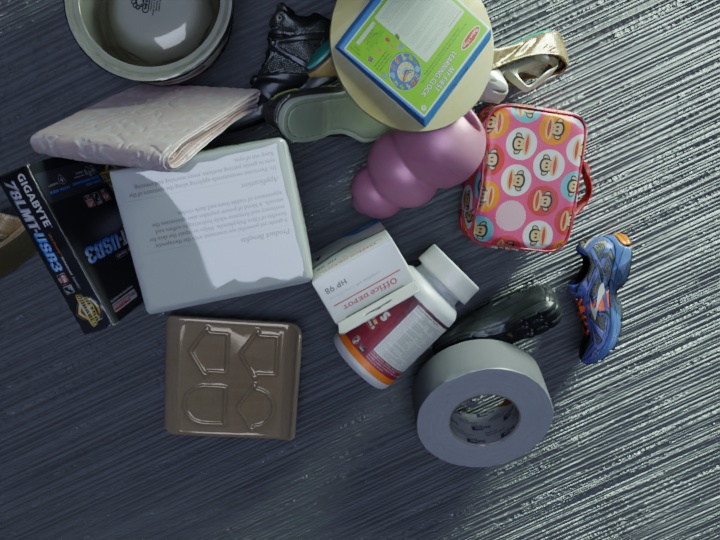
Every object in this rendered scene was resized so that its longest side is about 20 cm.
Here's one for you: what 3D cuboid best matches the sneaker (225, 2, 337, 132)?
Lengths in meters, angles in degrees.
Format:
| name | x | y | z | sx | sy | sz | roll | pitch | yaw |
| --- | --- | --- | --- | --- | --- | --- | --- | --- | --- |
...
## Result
| name | x | y | z | sx | sy | sz | roll | pitch | yaw |
| --- | --- | --- | --- | --- | --- | --- | --- | --- | --- |
| sneaker | -0.113 | -0.265 | 0.790 | 0.199 | 0.076 | 0.114 | -33 | 102 | 1 |

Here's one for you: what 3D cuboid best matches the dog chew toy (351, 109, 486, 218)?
| name | x | y | z | sx | sy | sz | roll | pitch | yaw |
| --- | --- | --- | --- | --- | --- | --- | --- | --- | --- |
| dog chew toy | 0.067 | -0.142 | 0.806 | 0.200 | 0.125 | 0.125 | -37 | 105 | 30 |

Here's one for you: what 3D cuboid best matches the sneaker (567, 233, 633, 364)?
| name | x | y | z | sx | sy | sz | roll | pitch | yaw |
| --- | --- | --- | --- | --- | --- | --- | --- | --- | --- |
| sneaker | 0.347 | 0.042 | 0.911 | 0.078 | 0.075 | 0.201 | 6 | 95 | 3 |

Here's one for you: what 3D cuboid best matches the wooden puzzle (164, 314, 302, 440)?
| name | x | y | z | sx | sy | sz | roll | pitch | yaw |
| --- | --- | --- | --- | --- | --- | --- | --- | --- | --- |
| wooden puzzle | -0.189 | 0.157 | 0.904 | 0.199 | 0.046 | 0.186 | 5 | 103 | -1 |

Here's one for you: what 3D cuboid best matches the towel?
| name | x | y | z | sx | sy | sz | roll | pitch | yaw |
| --- | --- | --- | --- | --- | --- | --- | --- | --- | --- |
| towel | -0.244 | -0.172 | 0.712 | 0.199 | 0.191 | 0.032 | 10 | 128 | 24 |

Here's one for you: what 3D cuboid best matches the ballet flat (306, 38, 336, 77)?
| name | x | y | z | sx | sy | sz | roll | pitch | yaw |
| --- | --- | --- | --- | --- | --- | --- | --- | --- | --- |
| ballet flat | 0.002 | -0.288 | 0.753 | 0.063 | 0.069 | 0.200 | 46 | 55 | -28 |

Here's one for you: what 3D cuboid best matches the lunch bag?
| name | x | y | z | sx | sy | sz | roll | pitch | yaw |
| --- | --- | --- | --- | --- | --- | --- | --- | --- | --- |
| lunch bag | 0.238 | -0.127 | 0.847 | 0.175 | 0.082 | 0.201 | 6 | 103 | -7 |

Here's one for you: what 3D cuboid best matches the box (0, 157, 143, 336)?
| name | x | y | z | sx | sy | sz | roll | pitch | yaw |
| --- | --- | --- | --- | --- | --- | --- | --- | --- | --- |
| box | -0.324 | -0.048 | 0.759 | 0.050 | 0.200 | 0.199 | -20 | 104 | 13 |

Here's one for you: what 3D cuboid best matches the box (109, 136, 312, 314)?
| name | x | y | z | sx | sy | sz | roll | pitch | yaw |
| --- | --- | --- | --- | --- | --- | --- | --- | --- | --- |
| box | -0.172 | -0.067 | 0.768 | 0.198 | 0.200 | 0.172 | -12 | 103 | -2 |

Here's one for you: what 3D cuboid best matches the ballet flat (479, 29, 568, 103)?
| name | x | y | z | sx | sy | sz | roll | pitch | yaw |
| --- | --- | --- | --- | --- | --- | --- | --- | --- | --- |
| ballet flat | 0.191 | -0.259 | 0.796 | 0.199 | 0.071 | 0.065 | -24 | 73 | -11 |

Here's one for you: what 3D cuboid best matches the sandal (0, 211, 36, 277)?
| name | x | y | z | sx | sy | sz | roll | pitch | yaw |
| --- | --- | --- | --- | --- | --- | --- | --- | --- | --- |
| sandal | -0.466 | -0.063 | 0.821 | 0.211 | 0.078 | 0.070 | -37 | 84 | -1 |

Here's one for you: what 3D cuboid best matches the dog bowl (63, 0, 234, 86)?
| name | x | y | z | sx | sy | sz | roll | pitch | yaw |
| --- | --- | --- | --- | --- | --- | --- | --- | --- | --- |
| dog bowl | -0.248 | -0.319 | 0.744 | 0.199 | 0.074 | 0.201 | 0 | 89 | -1 |

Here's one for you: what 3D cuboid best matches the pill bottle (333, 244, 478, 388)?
| name | x | y | z | sx | sy | sz | roll | pitch | yaw |
| --- | --- | --- | --- | --- | --- | --- | --- | --- | --- |
| pill bottle | 0.065 | 0.064 | 0.865 | 0.110 | 0.110 | 0.200 | 43 | 97 | -13 |

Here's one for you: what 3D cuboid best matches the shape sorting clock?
| name | x | y | z | sx | sy | sz | roll | pitch | yaw |
| --- | --- | --- | --- | --- | --- | --- | --- | --- | --- |
| shape sorting clock | 0.061 | -0.260 | 0.700 | 0.199 | 0.039 | 0.201 | 0 | 89 | -12 |

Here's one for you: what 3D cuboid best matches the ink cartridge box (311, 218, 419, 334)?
| name | x | y | z | sx | sy | sz | roll | pitch | yaw |
| --- | --- | --- | --- | --- | --- | --- | --- | --- | --- |
| ink cartridge box | 0.000 | 0.000 | 0.798 | 0.116 | 0.200 | 0.067 | -29 | 104 | 2 |

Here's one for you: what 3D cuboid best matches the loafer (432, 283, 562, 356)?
| name | x | y | z | sx | sy | sz | roll | pitch | yaw |
| --- | --- | --- | --- | --- | --- | --- | --- | --- | --- |
| loafer | 0.199 | 0.080 | 0.905 | 0.200 | 0.071 | 0.068 | -26 | 125 | 19 |

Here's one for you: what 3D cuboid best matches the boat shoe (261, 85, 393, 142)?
| name | x | y | z | sx | sy | sz | roll | pitch | yaw |
| --- | --- | --- | --- | --- | --- | --- | --- | --- | --- |
| boat shoe | -0.031 | -0.207 | 0.786 | 0.201 | 0.061 | 0.072 | -13 | 122 | -39 |

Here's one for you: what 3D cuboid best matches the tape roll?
| name | x | y | z | sx | sy | sz | roll | pitch | yaw |
| --- | --- | --- | --- | --- | --- | --- | --- | --- | --- |
| tape roll | 0.178 | 0.200 | 0.901 | 0.199 | 0.066 | 0.201 | -1 | 123 | -1 |
